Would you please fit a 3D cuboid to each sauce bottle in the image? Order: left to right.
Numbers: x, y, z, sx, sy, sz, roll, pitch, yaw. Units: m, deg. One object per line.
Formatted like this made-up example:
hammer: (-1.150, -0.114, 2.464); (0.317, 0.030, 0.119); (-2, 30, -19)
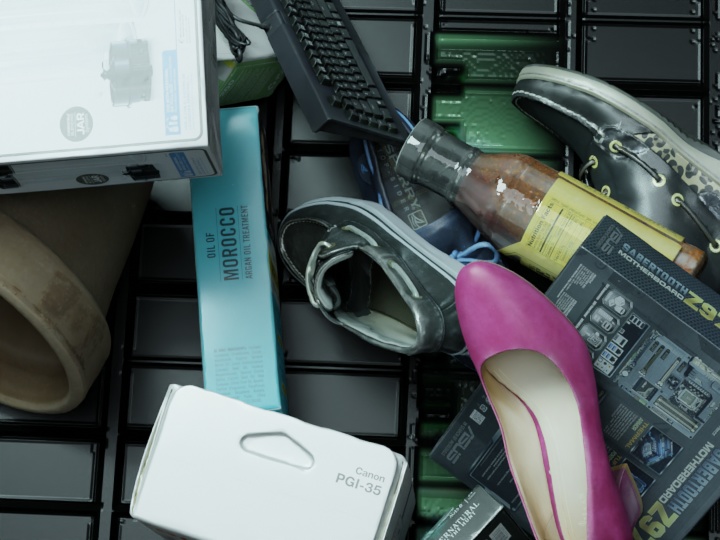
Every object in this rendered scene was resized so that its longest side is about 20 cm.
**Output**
sauce bottle: (0.116, -0.032, 1.159); (0.199, 0.066, 0.066); (31, 80, 14)

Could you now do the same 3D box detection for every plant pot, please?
plant pot: (-0.218, -0.035, 1.189); (0.199, 0.201, 0.175); (28, 63, 9)

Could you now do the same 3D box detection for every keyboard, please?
keyboard: (-0.047, -0.160, 1.211); (0.127, 0.021, 0.201); (8, 41, -35)

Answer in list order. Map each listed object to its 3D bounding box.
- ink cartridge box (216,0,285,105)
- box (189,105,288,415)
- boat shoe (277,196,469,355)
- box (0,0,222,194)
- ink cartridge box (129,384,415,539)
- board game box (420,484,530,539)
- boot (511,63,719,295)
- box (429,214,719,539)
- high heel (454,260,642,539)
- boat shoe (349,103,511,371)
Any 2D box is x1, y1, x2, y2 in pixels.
ink cartridge box: (-0.139, -0.167, 1.200); (0.145, 0.200, 0.048); (43, 113, 11)
box: (-0.080, 0.001, 1.215); (0.049, 0.082, 0.201); (-5, 77, 0)
boat shoe: (0.000, 0.000, 1.167); (0.200, 0.071, 0.073); (23, 110, 48)
box: (-0.182, -0.107, 1.058); (0.199, 0.060, 0.117); (-3, 78, 4)
ink cartridge box: (-0.048, 0.141, 1.118); (0.146, 0.200, 0.083); (17, 78, 7)
board game box: (0.069, 0.227, 1.101); (0.135, 0.200, 0.028); (-46, 47, -8)
boot: (0.158, -0.030, 1.216); (0.203, 0.073, 0.154); (32, 83, 11)
box: (0.155, 0.088, 1.129); (0.157, 0.200, 0.051); (37, 37, 7)
high heel: (0.099, 0.095, 1.066); (0.067, 0.096, 0.201); (-15, 111, 31)
boat shoe: (0.044, -0.019, 1.219); (0.084, 0.069, 0.200); (-34, 77, -5)
